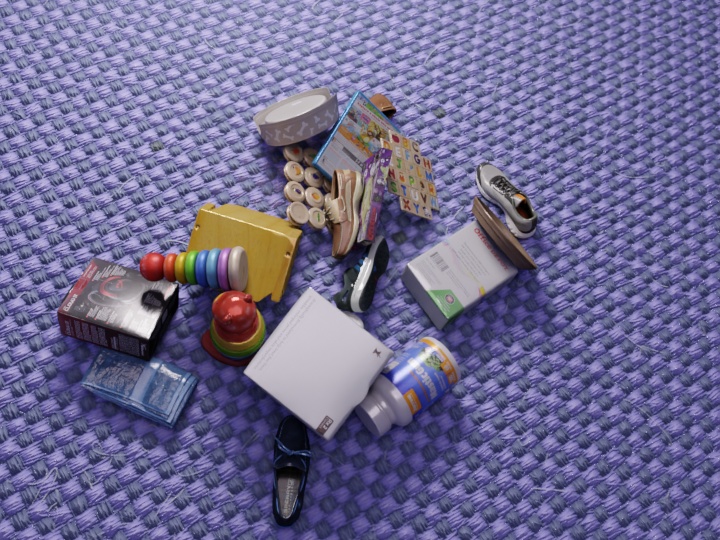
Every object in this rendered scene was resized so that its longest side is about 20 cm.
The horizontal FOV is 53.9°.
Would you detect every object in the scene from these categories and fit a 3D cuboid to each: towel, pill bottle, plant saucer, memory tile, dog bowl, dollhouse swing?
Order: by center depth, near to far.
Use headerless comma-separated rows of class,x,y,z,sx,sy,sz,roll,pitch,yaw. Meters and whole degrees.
towel,-0.417,0.210,1.339,0.199,0.049,0.112,23,65,3
pill bottle,0.087,0.227,1.366,0.199,0.112,0.112,-36,75,-20
dollhouse swing,-0.230,-0.040,1.441,0.198,0.176,0.183,16,87,0
plant saucer,0.300,-0.074,1.501,0.029,0.200,0.200,-42,75,14
memory tile,-0.100,-0.178,1.528,0.152,0.017,0.202,13,62,-38
dog bowl,-0.136,-0.336,1.553,0.199,0.059,0.200,-16,27,8

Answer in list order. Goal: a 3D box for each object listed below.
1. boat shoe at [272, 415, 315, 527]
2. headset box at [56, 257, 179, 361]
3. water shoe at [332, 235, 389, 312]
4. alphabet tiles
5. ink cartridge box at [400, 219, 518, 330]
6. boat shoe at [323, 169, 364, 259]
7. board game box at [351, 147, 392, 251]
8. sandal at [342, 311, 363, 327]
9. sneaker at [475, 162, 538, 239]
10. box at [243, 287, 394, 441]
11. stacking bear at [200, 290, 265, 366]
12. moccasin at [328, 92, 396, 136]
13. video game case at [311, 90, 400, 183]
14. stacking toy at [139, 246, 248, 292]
boat shoe,-0.121,0.363,1.301,0.083,0.069,0.202,-1,65,-8
headset box,-0.469,0.069,1.358,0.198,0.075,0.149,17,47,-1
water shoe,0.000,0.000,1.473,0.078,0.072,0.201,1,44,25
alphabet tiles,0.110,-0.211,1.564,0.166,0.006,0.202,14,59,-42
ink cartridge box,0.208,0.008,1.492,0.199,0.088,0.146,-32,75,-18
boat shoe,-0.044,-0.122,1.492,0.073,0.076,0.202,15,67,-19
board game box,0.017,-0.147,1.492,0.032,0.120,0.202,14,78,-13
sandal,-0.090,0.141,1.417,0.201,0.050,0.083,-21,55,-11
sneaker,0.334,-0.169,1.591,0.074,0.079,0.201,-30,72,-17
box,-0.079,0.172,1.308,0.200,0.131,0.199,38,79,-1
stacking bear,-0.233,0.101,1.328,0.114,0.200,0.121,44,68,12
moccasin,0.003,-0.328,1.623,0.078,0.074,0.201,40,57,19
video game case,-0.006,-0.272,1.565,0.143,0.018,0.201,38,73,-29
stacking toy,-0.314,-0.002,1.316,0.198,0.086,0.086,0,66,5
